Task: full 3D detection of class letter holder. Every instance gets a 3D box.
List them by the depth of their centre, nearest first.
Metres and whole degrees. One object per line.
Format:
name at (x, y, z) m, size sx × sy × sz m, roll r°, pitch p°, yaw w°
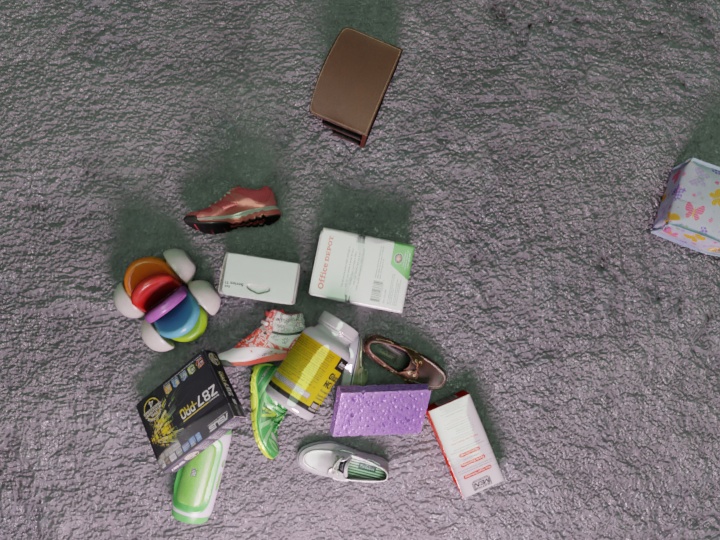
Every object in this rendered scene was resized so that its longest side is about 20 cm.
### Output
letter holder at (-0.017, -0.389, 1.416) m, size 0.142 × 0.101 × 0.200 m, roll 22°, pitch 86°, yaw -2°

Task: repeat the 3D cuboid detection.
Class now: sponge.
sponge at (0.042, 0.291, 1.393) m, size 0.200 × 0.030 × 0.112 m, roll 2°, pitch 113°, yaw -18°

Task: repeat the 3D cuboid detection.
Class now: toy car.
toy car at (-0.392, 0.058, 1.339) m, size 0.175 × 0.150 × 0.200 m, roll -38°, pitch 92°, yaw -6°

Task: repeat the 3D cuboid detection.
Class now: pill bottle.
pill bottle at (-0.092, 0.187, 1.335) m, size 0.112 × 0.112 × 0.200 m, roll 33°, pitch 82°, yaw -3°

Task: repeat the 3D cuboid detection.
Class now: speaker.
speaker at (-0.325, 0.407, 1.367) m, size 0.088 × 0.088 × 0.200 m, roll 14°, pitch 87°, yaw -5°

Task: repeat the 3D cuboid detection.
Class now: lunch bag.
lunch bag at (0.773, -0.128, 1.470) m, size 0.200 × 0.127 × 0.170 m, roll 20°, pitch 84°, yaw 5°

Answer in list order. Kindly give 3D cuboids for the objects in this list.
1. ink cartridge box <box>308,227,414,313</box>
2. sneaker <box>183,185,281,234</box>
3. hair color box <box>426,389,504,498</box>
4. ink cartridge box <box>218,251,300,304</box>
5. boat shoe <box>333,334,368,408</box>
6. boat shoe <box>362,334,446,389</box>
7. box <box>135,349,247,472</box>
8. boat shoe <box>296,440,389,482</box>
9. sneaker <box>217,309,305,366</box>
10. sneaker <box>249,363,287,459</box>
ink cartridge box at (0.000, 0.000, 1.411) m, size 0.200 × 0.084 × 0.146 m, roll 12°, pitch 87°, yaw -5°
sneaker at (-0.272, -0.132, 1.407) m, size 0.200 × 0.074 × 0.087 m, roll -8°, pitch 75°, yaw -9°
hair color box at (0.221, 0.370, 1.432) m, size 0.101 × 0.061 × 0.200 m, roll -21°, pitch 89°, yaw -6°
ink cartridge box at (-0.195, 0.019, 1.334) m, size 0.146 × 0.200 × 0.083 m, roll 9°, pitch 87°, yaw -5°
boat shoe at (-0.017, 0.224, 1.418) m, size 0.062 × 0.072 × 0.200 m, roll 5°, pitch 98°, yaw -18°
boat shoe at (0.095, 0.200, 1.422) m, size 0.200 × 0.070 × 0.070 m, roll 25°, pitch 85°, yaw -5°
box at (-0.340, 0.280, 1.330) m, size 0.200 × 0.049 × 0.161 m, roll -38°, pitch 65°, yaw 12°
boat shoe at (-0.034, 0.404, 1.403) m, size 0.200 × 0.067 × 0.074 m, roll 7°, pitch 87°, yaw -5°
sneaker at (-0.210, 0.139, 1.397) m, size 0.201 × 0.067 × 0.108 m, roll -6°, pitch 88°, yaw -9°
sneaker at (-0.184, 0.293, 1.389) m, size 0.083 × 0.074 × 0.200 m, roll -5°, pitch 88°, yaw -2°
